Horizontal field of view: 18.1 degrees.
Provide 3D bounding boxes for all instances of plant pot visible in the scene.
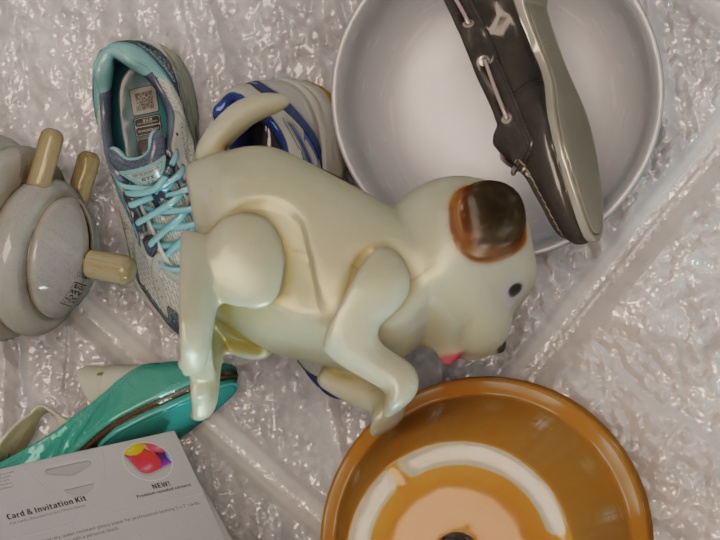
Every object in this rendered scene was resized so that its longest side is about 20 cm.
[{"bbox_3d":[0.067,0.159,1.290,0.198,0.183,0.202,-1,85,8],"label":"plant pot"}]

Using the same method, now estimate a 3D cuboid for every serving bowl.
[{"bbox_3d":[0.085,-0.104,1.367,0.198,0.066,0.202,-1,86,9],"label":"serving bowl"}]

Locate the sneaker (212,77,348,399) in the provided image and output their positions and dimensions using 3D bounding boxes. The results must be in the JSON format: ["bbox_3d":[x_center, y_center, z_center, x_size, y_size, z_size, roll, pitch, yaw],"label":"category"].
[{"bbox_3d":[-0.045,-0.018,1.360,0.075,0.088,0.201,-23,77,35],"label":"sneaker"}]

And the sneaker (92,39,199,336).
[{"bbox_3d":[-0.126,-0.047,1.384,0.077,0.086,0.201,-21,83,7],"label":"sneaker"}]

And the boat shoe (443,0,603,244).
[{"bbox_3d":[0.091,-0.105,1.305,0.057,0.067,0.202,-19,78,22],"label":"boat shoe"}]

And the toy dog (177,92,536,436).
[{"bbox_3d":[0.000,0.000,1.275,0.198,0.140,0.195,0,63,-2],"label":"toy dog"}]

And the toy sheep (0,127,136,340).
[{"bbox_3d":[-0.225,-0.022,1.377,0.199,0.138,0.139,10,87,27],"label":"toy sheep"}]

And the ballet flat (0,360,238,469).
[{"bbox_3d":[-0.171,0.100,1.393,0.200,0.067,0.071,-37,67,2],"label":"ballet flat"}]

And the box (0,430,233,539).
[{"bbox_3d":[-0.137,0.190,1.286,0.155,0.041,0.201,-11,51,-30],"label":"box"}]
